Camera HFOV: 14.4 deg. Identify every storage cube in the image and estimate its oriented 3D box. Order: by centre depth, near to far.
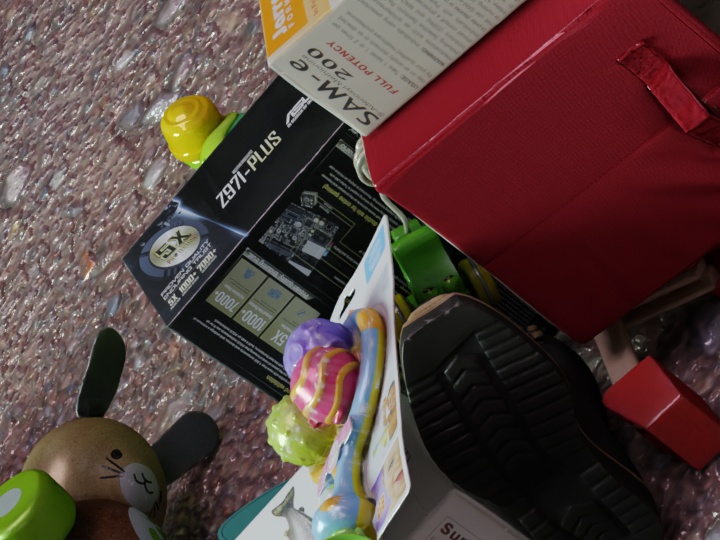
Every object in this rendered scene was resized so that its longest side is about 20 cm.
[{"bbox_3d":[0.112,-0.104,1.476,0.180,0.171,0.200,-38,37,22],"label":"storage cube"}]

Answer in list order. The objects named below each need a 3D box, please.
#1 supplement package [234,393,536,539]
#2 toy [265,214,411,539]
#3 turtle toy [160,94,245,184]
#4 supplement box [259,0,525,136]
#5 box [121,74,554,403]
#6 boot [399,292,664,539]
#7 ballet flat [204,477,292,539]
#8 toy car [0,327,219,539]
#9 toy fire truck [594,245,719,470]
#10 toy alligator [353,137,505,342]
[{"bbox_3d":[0.001,0.182,1.496,0.200,0.117,0.117,-48,33,8],"label":"supplement package"},{"bbox_3d":[-0.018,0.073,1.431,0.200,0.047,0.115,-98,28,-48],"label":"toy"},{"bbox_3d":[-0.040,-0.027,1.726,0.101,0.146,0.200,-26,39,3],"label":"turtle toy"},{"bbox_3d":[0.041,-0.180,1.411,0.200,0.074,0.126,-40,35,23],"label":"supplement box"},{"bbox_3d":[0.000,0.000,1.581,0.164,0.200,0.086,-50,35,7],"label":"box"},{"bbox_3d":[0.073,0.054,1.451,0.077,0.200,0.138,-28,37,11],"label":"boot"},{"bbox_3d":[-0.067,0.179,1.601,0.200,0.071,0.069,-31,35,-32],"label":"ballet flat"},{"bbox_3d":[-0.150,0.138,1.695,0.158,0.164,0.200,-15,38,43],"label":"toy car"},{"bbox_3d":[0.164,0.001,1.519,0.141,0.049,0.200,-49,35,7],"label":"toy fire truck"},{"bbox_3d":[0.044,0.017,1.522,0.059,0.200,0.054,-28,34,-4],"label":"toy alligator"}]
